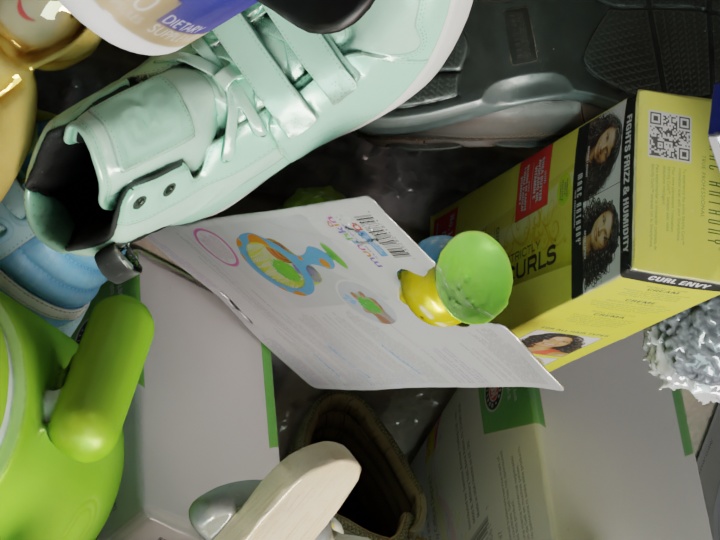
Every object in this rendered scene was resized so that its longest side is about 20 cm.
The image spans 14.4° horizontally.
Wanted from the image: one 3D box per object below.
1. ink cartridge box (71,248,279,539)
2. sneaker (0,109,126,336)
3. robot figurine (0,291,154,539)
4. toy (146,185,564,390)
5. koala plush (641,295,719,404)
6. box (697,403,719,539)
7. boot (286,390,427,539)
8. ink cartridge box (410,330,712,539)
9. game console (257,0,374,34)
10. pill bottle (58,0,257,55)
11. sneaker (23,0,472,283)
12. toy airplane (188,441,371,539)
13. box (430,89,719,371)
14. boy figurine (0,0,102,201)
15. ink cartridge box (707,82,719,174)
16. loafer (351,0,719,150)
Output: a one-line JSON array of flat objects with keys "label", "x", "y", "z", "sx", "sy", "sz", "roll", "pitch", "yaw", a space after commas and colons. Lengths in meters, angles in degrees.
[{"label": "ink cartridge box", "x": -0.129, "y": 0.111, "z": 1.258, "sx": 0.084, "sy": 0.146, "sz": 0.200, "roll": 27, "pitch": 130, "yaw": -33}, {"label": "sneaker", "x": -0.184, "y": -0.032, "z": 1.147, "sx": 0.199, "sy": 0.080, "sz": 0.131, "roll": 22, "pitch": 127, "yaw": -29}, {"label": "robot figurine", "x": -0.163, "y": 0.060, "z": 1.081, "sx": 0.174, "sy": 0.117, "sz": 0.200, "roll": -3, "pitch": 162, "yaw": 19}, {"label": "toy", "x": 0.000, "y": 0.000, "z": 1.164, "sx": 0.115, "sy": 0.047, "sz": 0.200, "roll": 43, "pitch": 161, "yaw": -22}, {"label": "koala plush", "x": 0.224, "y": -0.001, "z": 1.135, "sx": 0.199, "sy": 0.185, "sz": 0.178, "roll": 12, "pitch": 136, "yaw": -22}, {"label": "box", "x": 0.222, "y": 0.130, "z": 1.296, "sx": 0.096, "sy": 0.177, "sz": 0.201, "roll": 2, "pitch": 140, "yaw": -9}, {"label": "boot", "x": -0.014, "y": 0.173, "z": 1.304, "sx": 0.072, "sy": 0.201, "sz": 0.155, "roll": 5, "pitch": 137, "yaw": -20}, {"label": "ink cartridge box", "x": 0.076, "y": 0.134, "z": 1.308, "sx": 0.087, "sy": 0.146, "sz": 0.200, "roll": 11, "pitch": 136, "yaw": -21}, {"label": "game console", "x": -0.040, "y": -0.206, "z": 0.861, "sx": 0.175, "sy": 0.116, "sz": 0.201, "roll": 30, "pitch": 94, "yaw": -32}, {"label": "pill bottle", "x": -0.022, "y": -0.167, "z": 0.974, "sx": 0.199, "sy": 0.116, "sz": 0.116, "roll": -29, "pitch": 134, "yaw": 25}, {"label": "sneaker", "x": -0.044, "y": -0.067, "z": 1.060, "sx": 0.200, "sy": 0.074, "sz": 0.118, "roll": -41, "pitch": 173, "yaw": 35}, {"label": "toy airplane", "x": -0.081, "y": 0.166, "z": 1.111, "sx": 0.199, "sy": 0.141, "sz": 0.200, "roll": -16, "pitch": 126, "yaw": -7}, {"label": "box", "x": 0.086, "y": -0.010, "z": 1.138, "sx": 0.050, "sy": 0.076, "sz": 0.200, "roll": 8, "pitch": 165, "yaw": -19}, {"label": "boy figurine", "x": -0.171, "y": -0.068, "z": 1.080, "sx": 0.199, "sy": 0.125, "sz": 0.064, "roll": -26, "pitch": 180, "yaw": 2}, {"label": "ink cartridge box", "x": 0.202, "y": 0.014, "z": 1.050, "sx": 0.093, "sy": 0.044, "sz": 0.201, "roll": -14, "pitch": 117, "yaw": 18}, {"label": "loafer", "x": 0.085, "y": -0.082, "z": 1.134, "sx": 0.198, "sy": 0.072, "sz": 0.063, "roll": -3, "pitch": 160, "yaw": 8}]
